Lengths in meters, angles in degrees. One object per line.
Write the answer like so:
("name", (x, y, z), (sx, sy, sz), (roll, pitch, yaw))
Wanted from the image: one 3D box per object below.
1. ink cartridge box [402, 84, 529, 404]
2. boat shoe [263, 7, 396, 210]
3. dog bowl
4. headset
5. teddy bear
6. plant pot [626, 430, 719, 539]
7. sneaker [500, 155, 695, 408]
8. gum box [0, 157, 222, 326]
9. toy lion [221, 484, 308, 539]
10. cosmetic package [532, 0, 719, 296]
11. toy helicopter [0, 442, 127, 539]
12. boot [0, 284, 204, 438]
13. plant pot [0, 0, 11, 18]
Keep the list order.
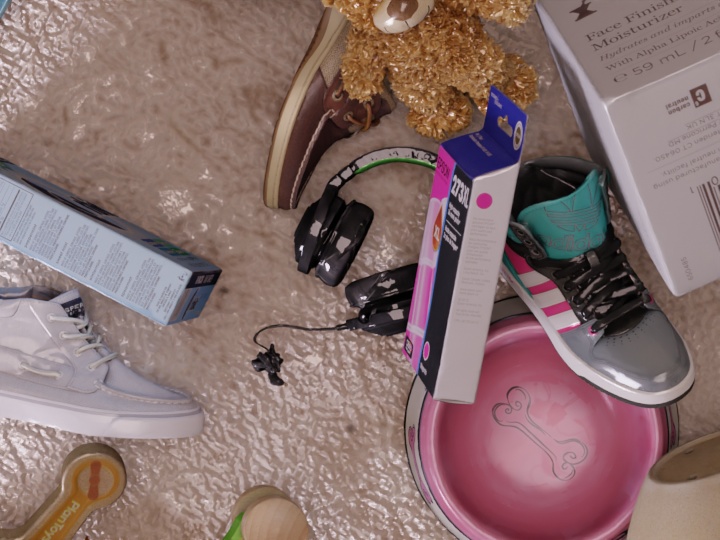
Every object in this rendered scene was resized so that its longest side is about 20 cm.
("ink cartridge box", (0.070, -0.020, 1.488), (0.037, 0.095, 0.201), (8, 105, -14))
("boat shoe", (-0.008, -0.129, 1.581), (0.072, 0.072, 0.200), (23, 85, 4))
("dog bowl", (0.130, 0.117, 1.572), (0.199, 0.074, 0.201), (0, 91, 3))
("headset", (0.000, 0.000, 1.567), (0.200, 0.094, 0.124), (-44, 88, 3))
("teddy bear", (0.049, -0.153, 1.503), (0.145, 0.200, 0.067), (1, 56, 10))
("plant pot", (0.258, 0.184, 1.491), (0.200, 0.200, 0.135), (-22, 100, 3))
("sneaker", (0.153, -0.007, 1.488), (0.084, 0.121, 0.200), (-32, 55, -15))
("gum box", (-0.202, -0.026, 1.540), (0.200, 0.170, 0.045), (27, 92, 2))
("toy lion", (-0.069, 0.267, 1.579), (0.200, 0.069, 0.192), (-31, 98, -9))
("cosmetic package", (0.230, -0.124, 1.476), (0.164, 0.200, 0.165), (-25, 123, 2))
("toy helicopter", (-0.229, 0.209, 1.586), (0.132, 0.079, 0.200), (35, 104, -20))
("boot", (-0.206, 0.061, 1.587), (0.199, 0.074, 0.096), (8, 98, 4))
("plant pot", (-0.373, -0.233, 1.547), (0.200, 0.200, 0.188), (-42, 73, 2))
